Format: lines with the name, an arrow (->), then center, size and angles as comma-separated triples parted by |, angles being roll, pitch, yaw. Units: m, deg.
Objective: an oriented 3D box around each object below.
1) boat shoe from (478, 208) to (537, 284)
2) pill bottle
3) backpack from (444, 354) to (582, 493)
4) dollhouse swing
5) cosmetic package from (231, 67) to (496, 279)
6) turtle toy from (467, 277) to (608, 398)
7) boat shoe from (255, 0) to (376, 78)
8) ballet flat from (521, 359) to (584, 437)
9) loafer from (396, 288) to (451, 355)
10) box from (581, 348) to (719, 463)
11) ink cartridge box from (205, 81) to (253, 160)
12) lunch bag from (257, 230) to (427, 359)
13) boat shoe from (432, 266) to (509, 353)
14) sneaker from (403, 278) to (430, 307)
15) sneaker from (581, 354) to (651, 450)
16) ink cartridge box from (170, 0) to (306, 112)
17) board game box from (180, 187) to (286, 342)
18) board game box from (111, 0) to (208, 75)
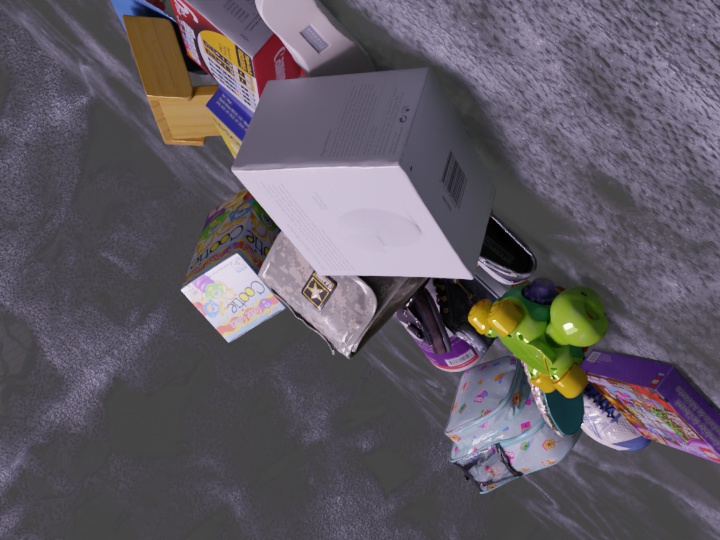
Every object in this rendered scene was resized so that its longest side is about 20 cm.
boat shoe -> 0.116, -0.054, 1.233 | 0.199, 0.074, 0.068 | 42, 175, 1
pill bottle -> 0.121, 0.065, 1.661 | 0.112, 0.113, 0.200 | 34, 168, 39
backpack -> 0.234, 0.219, 1.637 | 0.198, 0.177, 0.154 | -20, 118, 34
dollhouse swing -> -0.237, -0.292, 1.619 | 0.200, 0.173, 0.184 | 97, 154, -77
cosmetic package -> 0.009, -0.095, 1.125 | 0.197, 0.124, 0.200 | 1, 148, 30
turtle toy -> 0.221, 0.066, 1.265 | 0.146, 0.101, 0.200 | 43, 171, -7
boat shoe -> -0.050, -0.241, 1.117 | 0.199, 0.072, 0.069 | 37, -156, -46
ballet flat -> 0.240, 0.118, 1.408 | 0.064, 0.075, 0.203 | 15, 125, 68
loafer -> 0.070, 0.050, 1.512 | 0.201, 0.062, 0.072 | -113, 3, -47
box -> 0.362, 0.163, 1.319 | 0.137, 0.039, 0.200 | 43, 171, -11
ink cartridge box -> -0.132, -0.160, 1.500 | 0.198, 0.047, 0.200 | 45, 173, 26
lunch bag -> -0.013, -0.011, 1.363 | 0.164, 0.200, 0.118 | 40, 172, 14
boat shoe -> 0.125, 0.023, 1.509 | 0.200, 0.091, 0.071 | 40, 171, 14
sneaker -> 0.000, 0.000, 1.470 | 0.197, 0.116, 0.076 | 16, 162, 25
sneaker -> 0.307, 0.166, 1.457 | 0.199, 0.075, 0.088 | 38, 170, 19
ink cartridge box -> -0.125, -0.263, 1.257 | 0.175, 0.084, 0.200 | 41, 170, 6
board game box -> -0.159, -0.017, 1.493 | 0.103, 0.104, 0.201 | 50, -157, -24
board game box -> -0.293, -0.369, 1.625 | 0.156, 0.039, 0.200 | 29, 168, 8
